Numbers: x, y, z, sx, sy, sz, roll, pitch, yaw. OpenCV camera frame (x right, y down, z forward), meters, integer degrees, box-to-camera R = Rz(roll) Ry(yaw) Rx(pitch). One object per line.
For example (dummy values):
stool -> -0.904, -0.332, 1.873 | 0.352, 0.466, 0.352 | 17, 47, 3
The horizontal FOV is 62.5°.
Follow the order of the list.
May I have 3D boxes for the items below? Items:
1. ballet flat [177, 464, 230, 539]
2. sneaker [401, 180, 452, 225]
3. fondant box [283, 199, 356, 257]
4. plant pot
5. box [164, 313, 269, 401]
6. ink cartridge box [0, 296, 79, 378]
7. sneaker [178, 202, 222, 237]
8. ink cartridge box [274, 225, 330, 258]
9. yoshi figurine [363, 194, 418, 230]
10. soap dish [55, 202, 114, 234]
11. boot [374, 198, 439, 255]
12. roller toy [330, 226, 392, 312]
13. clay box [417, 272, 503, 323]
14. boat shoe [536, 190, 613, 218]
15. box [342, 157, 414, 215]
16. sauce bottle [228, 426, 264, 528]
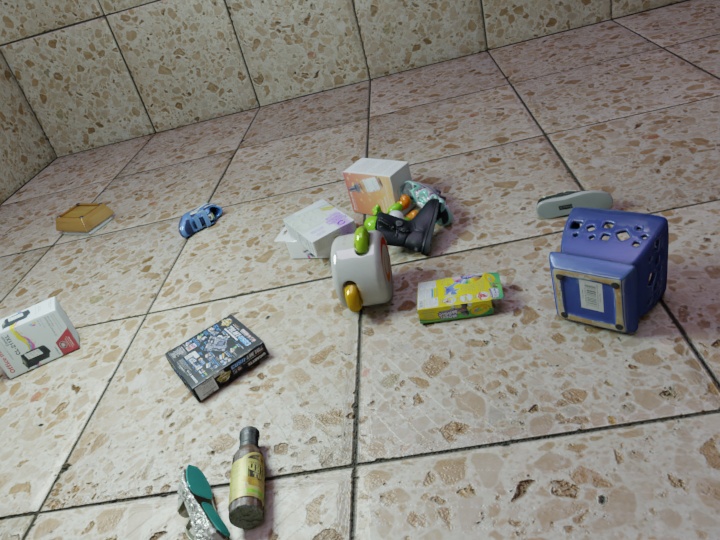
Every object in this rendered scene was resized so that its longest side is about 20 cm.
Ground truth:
ballet flat -> -0.296, 0.430, 1.061 | 0.071, 0.072, 0.200 | -28, 33, -18
sneaker -> 0.233, -0.211, 1.822 | 0.139, 0.078, 0.200 | -7, 46, -51
fondant box -> -0.118, -0.127, 1.735 | 0.144, 0.059, 0.200 | -29, 37, -18
plant pot -> 0.508, 0.005, 1.233 | 0.199, 0.201, 0.180 | 14, 48, 39
box -> -0.355, 0.206, 1.456 | 0.198, 0.050, 0.199 | -32, 34, -25
ink cartridge box -> -0.915, 0.188, 1.655 | 0.199, 0.147, 0.083 | -26, 34, -14
sneaker -> -0.585, -0.189, 2.171 | 0.082, 0.074, 0.200 | 6, 39, 29
ink cartridge box -> -0.150, -0.095, 1.818 | 0.198, 0.068, 0.115 | 0, 35, 24
yoshi figurine -> 0.081, -0.145, 1.756 | 0.199, 0.113, 0.112 | -32, 41, -18
soap dish -> -1.157, -0.219, 2.479 | 0.198, 0.082, 0.158 | 4, 36, 28
boot -> 0.129, -0.142, 1.676 | 0.167, 0.077, 0.201 | 15, 57, 4
roller toy -> 0.000, 0.000, 1.490 | 0.138, 0.202, 0.182 | -9, -3, 12
clay box -> 0.235, 0.063, 1.406 | 0.198, 0.048, 0.115 | -8, 32, 12
boat shoe -> 0.584, -0.192, 1.624 | 0.198, 0.071, 0.064 | -4, 34, 23
box -> 0.062, -0.266, 1.908 | 0.199, 0.153, 0.106 | 13, 42, 40
sauce bottle -> -0.210, 0.375, 1.104 | 0.064, 0.065, 0.201 | -16, 33, 0
